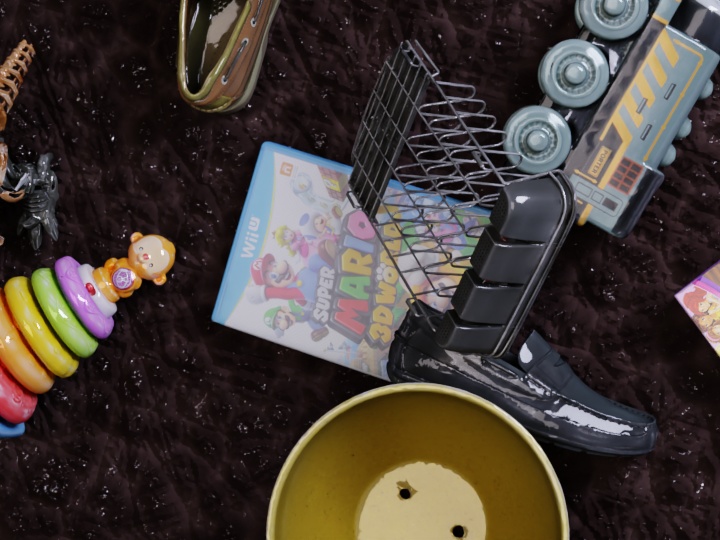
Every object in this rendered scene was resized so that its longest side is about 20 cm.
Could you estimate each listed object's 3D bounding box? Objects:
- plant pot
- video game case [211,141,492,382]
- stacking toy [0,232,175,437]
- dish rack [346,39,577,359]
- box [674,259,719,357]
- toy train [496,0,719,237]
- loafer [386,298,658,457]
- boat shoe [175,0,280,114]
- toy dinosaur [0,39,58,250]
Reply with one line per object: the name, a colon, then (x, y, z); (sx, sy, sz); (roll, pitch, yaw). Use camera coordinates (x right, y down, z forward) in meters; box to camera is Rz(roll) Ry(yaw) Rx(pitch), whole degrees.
plant pot: (0.041, 0.181, 1.190); (0.199, 0.142, 0.201); (0, 84, 3)
video game case: (0.000, 0.000, 1.272); (0.200, 0.018, 0.144); (18, 96, 14)
stacking toy: (-0.227, 0.034, 1.298); (0.200, 0.110, 0.116); (-31, 80, 2)
dish rack: (0.058, -0.054, 1.174); (0.200, 0.054, 0.154); (59, 139, 38)
box: (0.331, 0.056, 1.176); (0.137, 0.039, 0.200); (-38, 82, 12)
toy train: (0.177, -0.120, 1.190); (0.114, 0.085, 0.200); (30, 96, 0)
loafer: (0.118, 0.078, 1.209); (0.200, 0.068, 0.071); (19, 98, 5)
boat shoe: (-0.094, -0.216, 1.267); (0.072, 0.068, 0.201); (7, 91, 16)
toy dinosaur: (-0.285, -0.069, 1.278); (0.102, 0.136, 0.200); (42, 90, 15)
